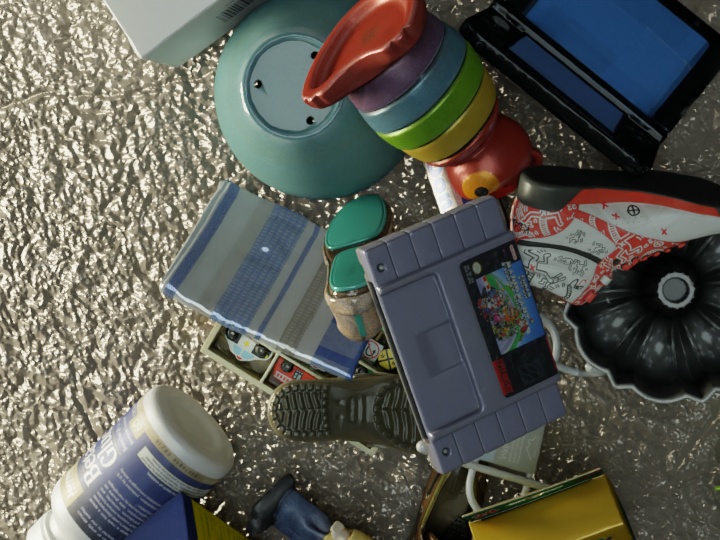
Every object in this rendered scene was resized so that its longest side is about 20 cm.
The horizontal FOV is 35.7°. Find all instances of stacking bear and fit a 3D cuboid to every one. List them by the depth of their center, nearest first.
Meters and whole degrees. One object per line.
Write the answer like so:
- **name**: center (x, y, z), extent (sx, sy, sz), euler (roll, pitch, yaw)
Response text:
- **stacking bear**: center (0.067, -0.134, 0.930), extent (0.121, 0.114, 0.200), euler (-30, 123, 33)

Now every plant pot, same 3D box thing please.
- **plant pot**: center (-0.048, -0.162, 1.014), extent (0.199, 0.135, 0.201), euler (1, 96, 8)

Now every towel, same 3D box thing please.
- **towel**: center (-0.071, 0.005, 1.045), extent (0.199, 0.024, 0.147), euler (25, 55, 3)

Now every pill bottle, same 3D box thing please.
- **pill bottle**: center (-0.228, 0.216, 1.086), extent (0.200, 0.111, 0.111), euler (-44, 88, 9)

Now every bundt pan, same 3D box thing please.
- **bundt pan**: center (0.281, 0.015, 1.010), extent (0.201, 0.076, 0.203), euler (1, 93, 10)

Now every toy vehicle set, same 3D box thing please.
- **toy vehicle set**: center (-0.040, 0.076, 1.089), extent (0.200, 0.027, 0.125), euler (31, 98, 4)

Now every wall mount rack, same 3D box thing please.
- **wall mount rack**: center (0.129, 0.122, 1.006), extent (0.173, 0.075, 0.201), euler (19, 77, -18)

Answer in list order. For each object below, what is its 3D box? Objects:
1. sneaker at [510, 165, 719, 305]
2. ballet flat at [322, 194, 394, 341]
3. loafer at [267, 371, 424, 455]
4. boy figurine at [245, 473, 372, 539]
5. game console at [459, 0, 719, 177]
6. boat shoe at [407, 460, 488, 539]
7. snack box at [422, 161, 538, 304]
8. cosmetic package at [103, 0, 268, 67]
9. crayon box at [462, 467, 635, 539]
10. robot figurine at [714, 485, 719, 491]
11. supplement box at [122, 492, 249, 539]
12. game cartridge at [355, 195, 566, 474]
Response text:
- **sneaker**: center (0.224, -0.026, 0.954), extent (0.200, 0.067, 0.108), euler (4, 117, -7)
- **ballet flat**: center (0.000, 0.000, 1.005), extent (0.068, 0.200, 0.067), euler (-11, 116, 13)
- **loafer**: center (0.012, 0.128, 1.042), extent (0.199, 0.067, 0.076), euler (8, 90, -9)
- **boy figurine**: center (-0.017, 0.287, 1.069), extent (0.200, 0.064, 0.124), euler (41, 144, 13)
- **game console**: center (0.209, -0.199, 0.972), extent (0.200, 0.176, 0.117), euler (39, 116, 3)
- **boat shoe**: center (0.077, 0.260, 1.070), extent (0.072, 0.068, 0.201), euler (8, 96, 7)
- **snack box**: center (0.101, -0.057, 1.010), extent (0.024, 0.072, 0.201), euler (-29, 73, 40)
- **cosmetic package**: center (-0.160, -0.327, 1.019), extent (0.199, 0.123, 0.200), euler (-33, 92, 10)
- **crayon box**: center (0.172, 0.234, 0.988), extent (0.127, 0.200, 0.051), euler (-22, 63, 10)
- **robot figurine**: center (0.423, 0.209, 0.992), extent (0.199, 0.116, 0.176), euler (28, 97, 5)
- **supplement box**: center (-0.132, 0.321, 1.041), extent (0.109, 0.109, 0.200), euler (-41, 120, 10)
- **game cartridge**: center (0.088, 0.052, 0.922), extent (0.129, 0.038, 0.201), euler (-22, 101, -11)
